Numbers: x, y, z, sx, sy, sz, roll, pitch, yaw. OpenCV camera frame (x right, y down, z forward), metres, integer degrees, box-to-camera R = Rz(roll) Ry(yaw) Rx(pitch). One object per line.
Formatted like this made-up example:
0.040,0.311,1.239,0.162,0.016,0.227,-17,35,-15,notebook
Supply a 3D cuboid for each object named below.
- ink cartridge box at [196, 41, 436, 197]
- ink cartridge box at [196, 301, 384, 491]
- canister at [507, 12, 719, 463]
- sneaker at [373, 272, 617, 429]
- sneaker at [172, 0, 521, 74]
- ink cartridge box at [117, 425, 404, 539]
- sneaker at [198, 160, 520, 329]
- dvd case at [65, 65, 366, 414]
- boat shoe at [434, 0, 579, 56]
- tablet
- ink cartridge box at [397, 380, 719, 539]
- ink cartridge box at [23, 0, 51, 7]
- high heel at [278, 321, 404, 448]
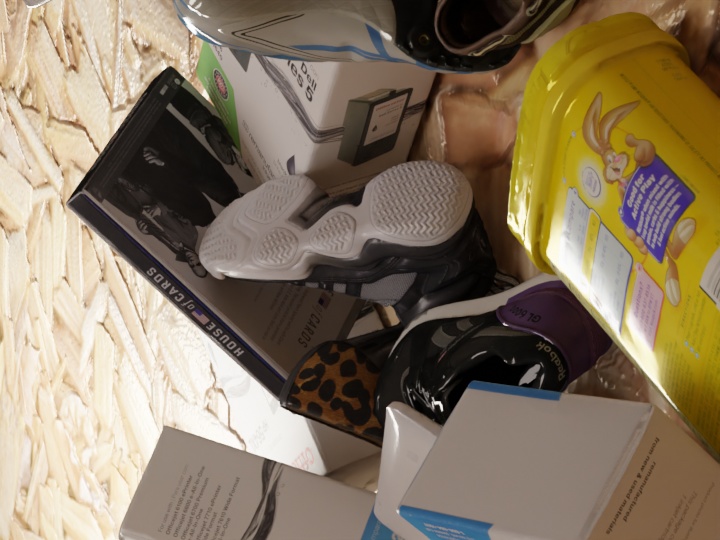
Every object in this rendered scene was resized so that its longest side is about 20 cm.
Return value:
-0.026,-0.140,1.541,0.146,0.084,0.200,60,155,25,ink cartridge box
-0.043,0.060,1.731,0.201,0.084,0.146,66,157,13,ink cartridge box
0.163,-0.009,1.209,0.200,0.086,0.149,52,151,36,canister
0.057,0.063,1.418,0.076,0.088,0.200,51,139,-5,sneaker
-0.007,-0.148,1.394,0.072,0.199,0.072,97,-177,-80,sneaker
-0.047,0.190,1.657,0.199,0.084,0.145,17,160,12,ink cartridge box
0.000,0.000,1.509,0.199,0.076,0.114,-8,134,35,sneaker
-0.083,-0.021,1.592,0.200,0.151,0.025,44,129,-13,dvd case
0.088,-0.167,1.266,0.075,0.075,0.203,57,155,17,boat shoe
0.066,0.145,1.440,0.130,0.014,0.200,31,159,11,tablet
0.140,0.147,1.227,0.200,0.086,0.146,40,161,-30,ink cartridge box
-0.125,-0.251,1.480,0.200,0.146,0.085,-20,113,46,ink cartridge box
0.028,0.133,1.544,0.071,0.142,0.201,-17,91,58,high heel
